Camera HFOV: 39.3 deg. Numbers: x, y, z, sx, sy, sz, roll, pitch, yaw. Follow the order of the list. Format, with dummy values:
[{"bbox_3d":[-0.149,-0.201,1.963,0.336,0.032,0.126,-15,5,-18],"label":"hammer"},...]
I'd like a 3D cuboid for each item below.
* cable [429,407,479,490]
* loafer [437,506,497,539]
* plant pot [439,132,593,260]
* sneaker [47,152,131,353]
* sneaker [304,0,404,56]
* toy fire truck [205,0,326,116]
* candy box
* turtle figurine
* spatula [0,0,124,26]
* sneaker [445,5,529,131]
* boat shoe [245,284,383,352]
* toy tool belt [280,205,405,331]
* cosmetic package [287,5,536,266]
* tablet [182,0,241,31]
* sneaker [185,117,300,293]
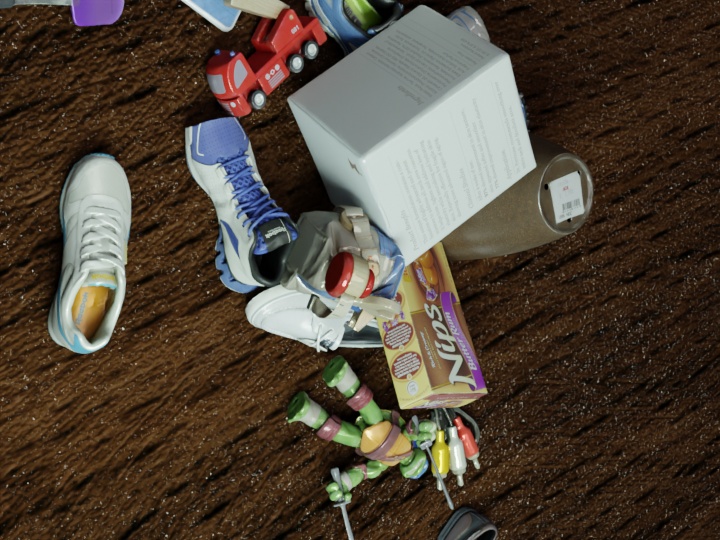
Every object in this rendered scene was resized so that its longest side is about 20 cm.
[{"bbox_3d":[0.115,0.181,1.319,0.096,0.050,0.203,-22,109,-31],"label":"cable"},{"bbox_3d":[0.114,0.411,1.338,0.072,0.063,0.201,41,73,-30],"label":"loafer"},{"bbox_3d":[0.185,-0.098,1.245,0.185,0.199,0.190,-5,99,-34],"label":"plant pot"},{"bbox_3d":[-0.265,-0.017,1.017,0.076,0.080,0.203,6,91,-33],"label":"sneaker"},{"bbox_3d":[0.020,-0.267,1.178,0.200,0.089,0.079,44,73,-30],"label":"sneaker"},{"bbox_3d":[-0.105,-0.282,1.102,0.200,0.048,0.142,-47,127,-22],"label":"toy fire truck"},{"bbox_3d":[0.073,0.061,1.206,0.116,0.056,0.203,9,59,-50],"label":"candy box"},{"bbox_3d":[0.013,0.210,1.185,0.194,0.143,0.201,42,45,-17],"label":"turtle figurine"},{"bbox_3d":[-0.323,-0.265,0.983,0.198,0.020,0.057,-12,117,-31],"label":"spatula"},{"bbox_3d":[0.156,-0.243,1.295,0.072,0.072,0.201,-36,120,2],"label":"sneaker"},{"bbox_3d":[-0.041,0.062,1.178,0.198,0.069,0.072,9,134,-42],"label":"boat shoe"},{"bbox_3d":[0.000,0.000,1.081,0.122,0.200,0.126,19,96,-24],"label":"toy tool belt"},{"bbox_3d":[0.059,-0.153,1.123,0.199,0.166,0.168,-36,136,-11],"label":"cosmetic package"},{"bbox_3d":[-0.190,-0.363,1.068,0.199,0.014,0.132,32,77,-34],"label":"tablet"},{"bbox_3d":[-0.116,-0.068,1.092,0.080,0.115,0.202,-22,108,-31],"label":"sneaker"}]
